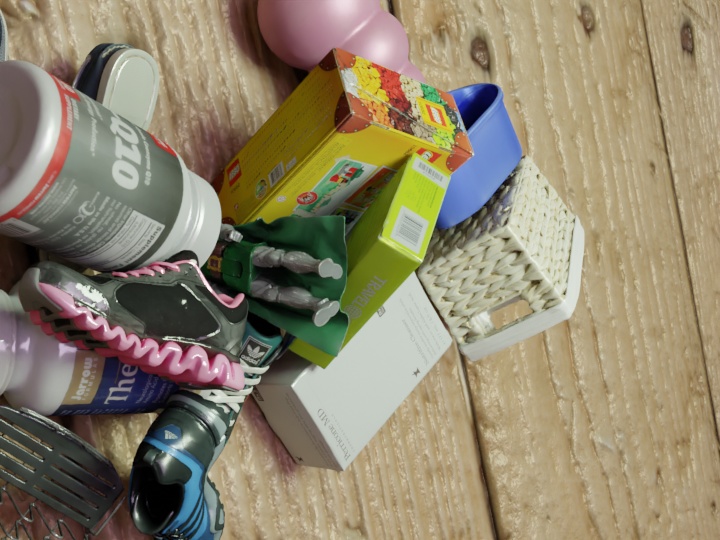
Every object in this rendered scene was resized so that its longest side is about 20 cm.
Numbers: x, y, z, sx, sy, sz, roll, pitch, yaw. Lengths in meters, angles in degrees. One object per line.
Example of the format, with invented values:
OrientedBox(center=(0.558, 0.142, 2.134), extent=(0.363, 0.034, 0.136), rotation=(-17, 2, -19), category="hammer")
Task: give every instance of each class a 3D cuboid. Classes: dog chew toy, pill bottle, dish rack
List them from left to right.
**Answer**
OrientedBox(center=(-0.273, 0.205, 0.715), extent=(0.153, 0.055, 0.200), rotation=(42, 82, -31), category="dish rack")
OrientedBox(center=(-0.220, 0.060, 0.778), extent=(0.199, 0.111, 0.112), rotation=(5, 81, -41), category="pill bottle")
OrientedBox(center=(-0.199, -0.062, 0.721), extent=(0.200, 0.113, 0.114), rotation=(29, 65, -57), category="pill bottle")
OrientedBox(center=(-0.010, -0.222, 0.975), extent=(0.200, 0.124, 0.125), rotation=(49, 56, -13), category="dog chew toy")

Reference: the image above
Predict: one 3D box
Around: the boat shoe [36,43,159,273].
OrientedBox(center=(-0.231, -0.094, 0.815), extent=(0.075, 0.062, 0.201), rotation=(10, 98, -52), category="boat shoe")

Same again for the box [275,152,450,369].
OrientedBox(center=(0.000, 0.000, 0.875), extent=(0.048, 0.200, 0.122), rotation=(31, 44, -10), category="box")

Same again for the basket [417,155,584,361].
OrientedBox(center=(0.155, -0.020, 1.069), extent=(0.124, 0.135, 0.200), rotation=(53, 30, -15), category="basket")

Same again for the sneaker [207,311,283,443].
OrientedBox(center=(-0.119, 0.082, 0.884), extent=(0.071, 0.080, 0.201), rotation=(27, 68, -36), category="sneaker")

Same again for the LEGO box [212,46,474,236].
OrientedBox(center=(-0.020, -0.095, 0.906), extent=(0.149, 0.200, 0.077), rotation=(13, 50, -40), category="LEGO box")

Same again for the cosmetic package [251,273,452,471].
OrientedBox(center=(-0.008, 0.093, 0.982), extent=(0.200, 0.081, 0.113), rotation=(-48, 117, -35), category="cosmetic package")

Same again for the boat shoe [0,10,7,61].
OrientedBox(center=(-0.305, -0.131, 0.737), extent=(0.075, 0.093, 0.201), rotation=(24, 70, -37), category="boat shoe")

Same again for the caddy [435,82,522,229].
OrientedBox(center=(0.082, -0.130, 1.049), extent=(0.200, 0.141, 0.105), rotation=(-48, 121, -34), category="caddy")

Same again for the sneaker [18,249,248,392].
OrientedBox(center=(-0.156, 0.023, 0.714), extent=(0.200, 0.079, 0.096), rotation=(31, 69, -46), category="sneaker")

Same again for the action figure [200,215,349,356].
OrientedBox(center=(-0.100, -0.003, 0.840), extent=(0.055, 0.199, 0.119), rotation=(-8, 107, -52), category="action figure")

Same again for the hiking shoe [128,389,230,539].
OrientedBox(center=(-0.160, 0.189, 0.796), extent=(0.087, 0.074, 0.201), rotation=(-47, 152, -48), category="hiking shoe")
